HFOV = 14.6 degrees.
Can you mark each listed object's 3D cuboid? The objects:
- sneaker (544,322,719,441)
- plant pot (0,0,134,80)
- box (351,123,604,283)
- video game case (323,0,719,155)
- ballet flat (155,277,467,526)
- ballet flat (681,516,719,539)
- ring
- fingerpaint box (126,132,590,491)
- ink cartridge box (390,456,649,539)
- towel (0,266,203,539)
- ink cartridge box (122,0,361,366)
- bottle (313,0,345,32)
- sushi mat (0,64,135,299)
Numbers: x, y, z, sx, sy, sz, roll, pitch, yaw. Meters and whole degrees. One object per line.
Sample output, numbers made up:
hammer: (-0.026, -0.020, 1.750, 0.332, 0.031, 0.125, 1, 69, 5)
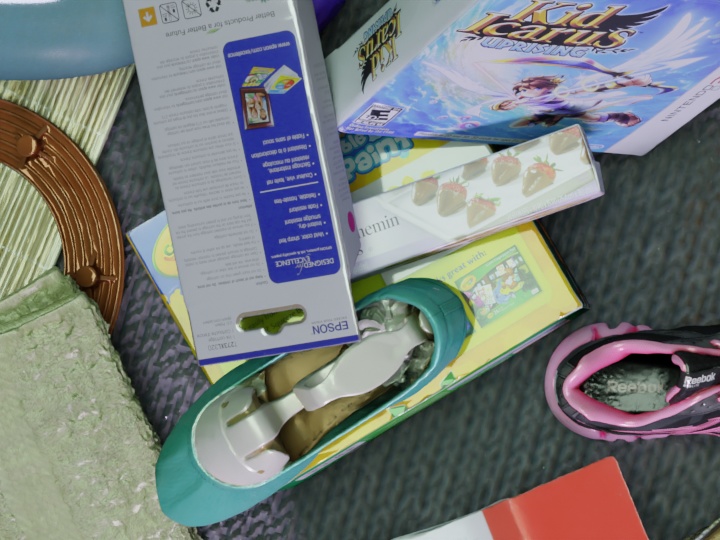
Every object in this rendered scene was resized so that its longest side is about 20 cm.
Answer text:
sneaker: (0.195, 0.058, 1.502, 0.198, 0.095, 0.080, -7, 85, 8)
plant pot: (-0.172, -0.194, 1.528, 0.160, 0.200, 0.202, 9, 89, -15)
box: (0.031, -0.027, 1.486, 0.199, 0.041, 0.039, -19, 85, 7)
video game case: (0.108, -0.118, 1.437, 0.199, 0.181, 0.046, 2, 67, -28)
ballet flat: (-0.033, 0.067, 1.479, 0.199, 0.070, 0.068, -34, 84, 7)
ballet flat: (0.188, 0.173, 1.512, 0.200, 0.072, 0.072, -42, 82, 6)
ring: (-0.233, -0.002, 1.603, 0.199, 0.019, 0.202, 0, 88, 12)
fingerpaint box: (0.000, 0.000, 1.548, 0.199, 0.073, 0.167, -32, 84, 7)
ink cartridge box: (0.074, 0.210, 1.509, 0.199, 0.057, 0.163, -27, 83, 33)
towel: (-0.180, 0.112, 1.574, 0.148, 0.036, 0.201, -24, 99, 6)
ink cartridge box: (-0.057, -0.056, 1.452, 0.094, 0.037, 0.202, -9, 94, 19)
bottle: (-0.043, -0.175, 1.566, 0.083, 0.065, 0.201, 19, 91, 11)
sushi mat: (-0.203, -0.056, 1.616, 0.095, 0.012, 0.201, 23, 92, 9)
